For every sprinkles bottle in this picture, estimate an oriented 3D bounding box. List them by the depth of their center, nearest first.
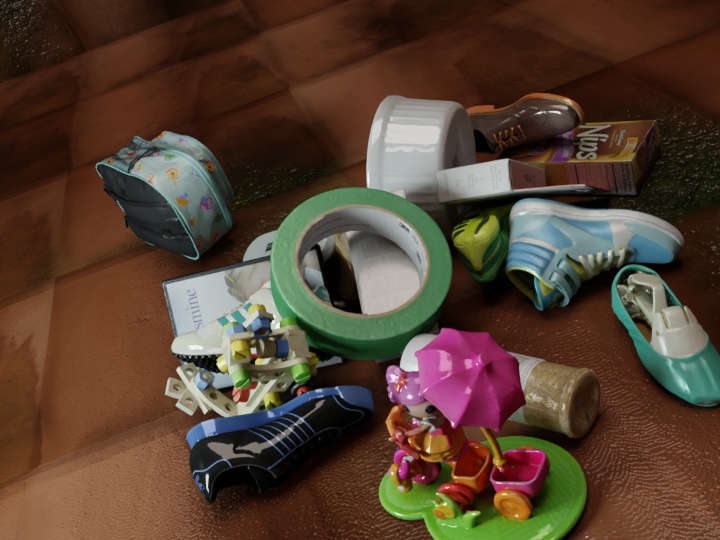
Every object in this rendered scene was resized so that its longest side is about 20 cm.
[{"bbox_3d":[0.135,0.112,0.940,0.200,0.068,0.068,10,41,40],"label":"sprinkles bottle"}]

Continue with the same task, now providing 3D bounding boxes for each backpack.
[{"bbox_3d":[-0.285,-0.115,1.454,0.153,0.176,0.200,-37,38,-21],"label":"backpack"}]

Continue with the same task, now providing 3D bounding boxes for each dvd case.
[{"bbox_3d":[-0.128,0.059,1.117,0.200,0.143,0.018,-13,2,11],"label":"dvd case"}]

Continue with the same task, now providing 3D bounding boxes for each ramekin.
[{"bbox_3d":[0.087,-0.132,1.250,0.098,0.201,0.201,3,36,22],"label":"ramekin"}]

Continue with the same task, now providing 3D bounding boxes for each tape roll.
[{"bbox_3d":[0.000,0.000,1.041,0.200,0.048,0.201,3,58,-4],"label":"tape roll"}]

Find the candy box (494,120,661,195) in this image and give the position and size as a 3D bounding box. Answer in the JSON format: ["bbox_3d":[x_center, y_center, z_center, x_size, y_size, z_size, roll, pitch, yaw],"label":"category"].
[{"bbox_3d":[0.299,-0.156,1.302,0.200,0.057,0.117,4,37,33],"label":"candy box"}]

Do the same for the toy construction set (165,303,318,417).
[{"bbox_3d":[-0.121,0.114,0.992,0.200,0.131,0.092,-38,53,45],"label":"toy construction set"}]

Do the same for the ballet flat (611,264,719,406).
[{"bbox_3d":[0.301,0.054,0.938,0.067,0.070,0.200,-19,30,0],"label":"ballet flat"}]

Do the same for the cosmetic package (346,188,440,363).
[{"bbox_3d":[0.035,0.004,1.112,0.082,0.051,0.200,-13,58,4],"label":"cosmetic package"}]

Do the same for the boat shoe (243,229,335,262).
[{"bbox_3d":[-0.081,-0.021,1.244,0.200,0.064,0.071,-5,61,57],"label":"boat shoe"}]

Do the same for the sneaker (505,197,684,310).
[{"bbox_3d":[0.259,-0.004,1.070,0.200,0.080,0.131,9,58,17],"label":"sneaker"}]

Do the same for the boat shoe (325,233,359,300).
[{"bbox_3d":[-0.012,-0.015,1.246,0.066,0.074,0.200,-1,26,-17],"label":"boat shoe"}]

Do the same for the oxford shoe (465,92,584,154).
[{"bbox_3d":[0.213,-0.191,1.300,0.200,0.071,0.073,-5,41,44],"label":"oxford shoe"}]

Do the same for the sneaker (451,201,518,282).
[{"bbox_3d":[0.164,-0.035,1.166,0.074,0.084,0.200,-8,13,28],"label":"sneaker"}]

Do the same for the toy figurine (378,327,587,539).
[{"bbox_3d":[0.082,0.132,0.822,0.200,0.184,0.150,1,35,32],"label":"toy figurine"}]

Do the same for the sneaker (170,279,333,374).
[{"bbox_3d":[-0.121,0.062,1.083,0.200,0.070,0.093,-7,65,19],"label":"sneaker"}]

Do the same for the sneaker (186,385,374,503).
[{"bbox_3d":[-0.075,0.180,0.965,0.200,0.070,0.078,-15,57,-9],"label":"sneaker"}]

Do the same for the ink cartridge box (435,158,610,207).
[{"bbox_3d":[0.209,-0.111,1.180,0.176,0.045,0.200,-7,0,23],"label":"ink cartridge box"}]

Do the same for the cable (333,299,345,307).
[{"bbox_3d":[-0.121,0.032,1.217,0.200,0.097,0.050,-4,74,35],"label":"cable"}]
